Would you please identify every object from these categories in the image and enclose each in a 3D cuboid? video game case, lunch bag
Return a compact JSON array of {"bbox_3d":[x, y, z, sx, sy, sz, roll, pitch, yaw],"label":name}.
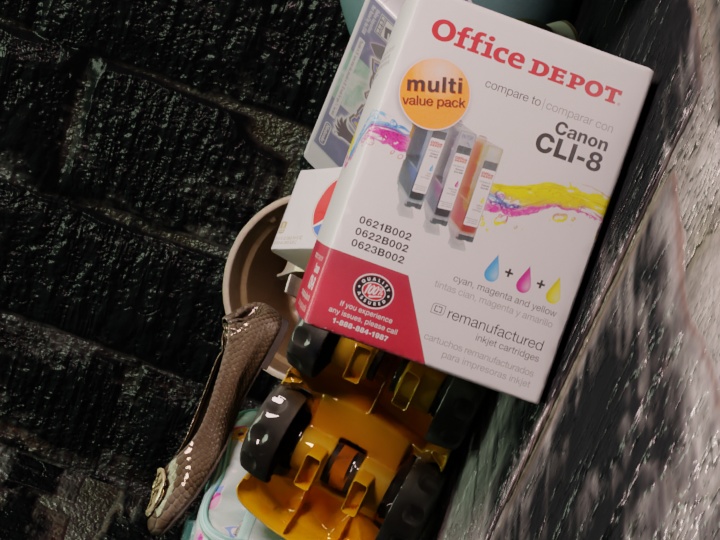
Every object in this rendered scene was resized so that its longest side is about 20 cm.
[{"bbox_3d":[0.046,-0.079,1.311,0.023,0.182,0.200,-35,-16,-32],"label":"video game case"},{"bbox_3d":[-0.048,0.187,1.381,0.200,0.159,0.077,-77,7,-65],"label":"lunch bag"}]

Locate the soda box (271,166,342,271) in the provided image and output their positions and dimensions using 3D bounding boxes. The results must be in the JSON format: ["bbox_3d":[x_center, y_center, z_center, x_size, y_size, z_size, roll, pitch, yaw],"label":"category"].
[{"bbox_3d":[0.024,-0.032,1.280,0.199,0.063,0.069,-1,63,54],"label":"soda box"}]

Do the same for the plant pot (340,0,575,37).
[{"bbox_3d":[0.075,-0.193,1.463,0.200,0.198,0.136,-101,13,-83],"label":"plant pot"}]

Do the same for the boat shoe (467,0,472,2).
[{"bbox_3d":[0.029,-0.132,1.369,0.065,0.074,0.201,-33,-29,-31],"label":"boat shoe"}]

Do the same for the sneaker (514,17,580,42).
[{"bbox_3d":[0.082,-0.096,1.343,0.067,0.089,0.201,53,131,44],"label":"sneaker"}]

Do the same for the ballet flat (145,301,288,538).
[{"bbox_3d":[-0.115,0.106,1.378,0.201,0.046,0.067,-62,15,-24],"label":"ballet flat"}]

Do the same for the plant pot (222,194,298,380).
[{"bbox_3d":[-0.032,0.020,1.983,0.183,0.199,0.202,4,-74,-82],"label":"plant pot"}]

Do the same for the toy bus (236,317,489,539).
[{"bbox_3d":[0.024,0.082,1.290,0.201,0.135,0.192,-66,-11,26],"label":"toy bus"}]

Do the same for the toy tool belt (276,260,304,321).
[{"bbox_3d":[0.000,0.000,1.428,0.123,0.124,0.202,32,-119,-60],"label":"toy tool belt"}]

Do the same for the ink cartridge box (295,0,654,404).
[{"bbox_3d":[0.062,-0.046,1.077,0.145,0.144,0.201,-139,68,-86],"label":"ink cartridge box"}]
